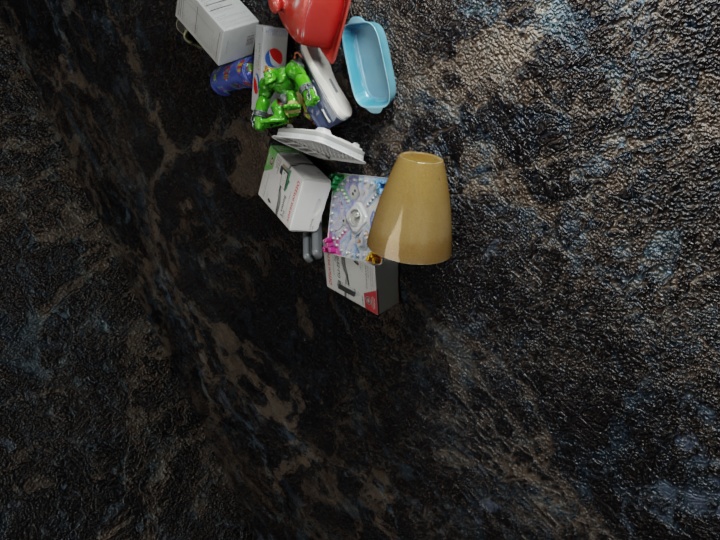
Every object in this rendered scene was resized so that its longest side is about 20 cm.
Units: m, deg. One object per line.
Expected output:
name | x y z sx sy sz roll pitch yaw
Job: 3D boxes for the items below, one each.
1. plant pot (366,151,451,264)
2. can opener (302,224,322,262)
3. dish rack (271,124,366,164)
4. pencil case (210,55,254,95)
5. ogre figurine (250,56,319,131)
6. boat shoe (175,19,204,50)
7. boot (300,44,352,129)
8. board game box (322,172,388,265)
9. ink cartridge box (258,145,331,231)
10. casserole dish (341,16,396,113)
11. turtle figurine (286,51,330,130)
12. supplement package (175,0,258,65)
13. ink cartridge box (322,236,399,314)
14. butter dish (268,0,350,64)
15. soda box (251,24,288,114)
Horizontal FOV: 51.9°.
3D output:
plant pot | 0.115 -0.141 1.555 0.186 0.185 0.202 26 119 40
can opener | -0.117 -0.097 1.906 0.052 0.201 0.067 -24 130 20
dish rack | -0.093 -0.299 1.734 0.199 0.171 0.044 18 90 47
pencil case | -0.312 -0.504 1.923 0.199 0.086 0.079 6 89 51
ogre figurine | -0.178 -0.401 1.680 0.200 0.097 0.121 -25 70 59
boat shoe | -0.454 -0.650 2.016 0.200 0.066 0.072 34 139 35
boot | -0.104 -0.420 1.690 0.090 0.073 0.202 -24 95 33
board game box | -0.013 -0.127 1.768 0.199 0.026 0.203 13 101 45
ink cartridge box | -0.170 -0.208 1.875 0.200 0.084 0.147 46 127 44
casserole dish | 0.022 -0.436 1.563 0.120 0.039 0.202 14 123 49
turtle figurine | -0.150 -0.408 1.789 0.161 0.064 0.202 -17 100 56
supplement package | -0.364 -0.637 1.866 0.200 0.109 0.114 50 145 16
ink cartridge box | 0.000 0.000 1.868 0.199 0.083 0.146 28 134 41
butter dish | -0.120 -0.561 1.538 0.201 0.146 0.201 63 151 29
soda box | -0.218 -0.479 1.767 0.068 0.063 0.202 -141 54 -59
